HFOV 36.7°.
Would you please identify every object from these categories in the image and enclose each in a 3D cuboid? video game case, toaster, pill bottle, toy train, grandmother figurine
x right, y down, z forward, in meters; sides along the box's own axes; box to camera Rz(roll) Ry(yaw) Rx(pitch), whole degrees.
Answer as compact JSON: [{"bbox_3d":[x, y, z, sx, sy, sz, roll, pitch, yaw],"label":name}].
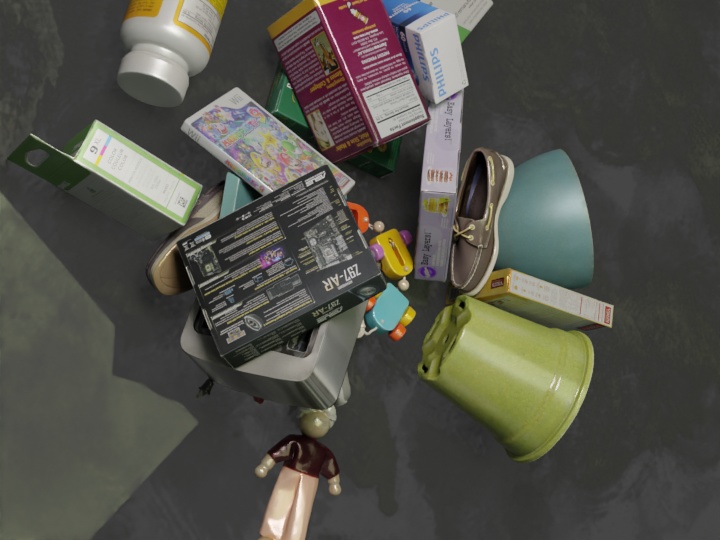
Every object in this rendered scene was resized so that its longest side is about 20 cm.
[{"bbox_3d":[-0.111,-0.141,1.349,0.199,0.018,0.143,38,33,1],"label":"video game case"},{"bbox_3d":[-0.101,0.063,1.283,0.119,0.179,0.202,58,47,-63],"label":"toaster"},{"bbox_3d":[-0.227,-0.307,1.320,0.112,0.112,0.202,23,70,-28],"label":"pill bottle"},{"bbox_3d":[0.000,0.000,1.414,0.149,0.055,0.202,7,68,-33],"label":"toy train"},{"bbox_3d":[-0.072,0.255,1.363,0.121,0.060,0.202,25,72,-37],"label":"grandmother figurine"}]

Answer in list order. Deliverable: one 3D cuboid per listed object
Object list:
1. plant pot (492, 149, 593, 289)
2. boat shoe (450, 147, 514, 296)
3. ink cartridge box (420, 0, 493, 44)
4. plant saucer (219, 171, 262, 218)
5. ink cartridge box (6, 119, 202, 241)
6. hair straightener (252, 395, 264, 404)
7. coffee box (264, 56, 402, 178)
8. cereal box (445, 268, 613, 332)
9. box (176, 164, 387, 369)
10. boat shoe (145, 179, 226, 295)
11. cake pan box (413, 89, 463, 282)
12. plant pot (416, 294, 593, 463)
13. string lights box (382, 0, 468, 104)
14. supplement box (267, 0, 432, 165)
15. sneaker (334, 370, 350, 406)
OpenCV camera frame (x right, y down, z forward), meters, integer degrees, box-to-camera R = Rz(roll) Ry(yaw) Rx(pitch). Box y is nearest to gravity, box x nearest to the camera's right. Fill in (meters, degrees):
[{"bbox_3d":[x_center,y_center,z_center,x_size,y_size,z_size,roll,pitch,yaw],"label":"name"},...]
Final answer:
[{"bbox_3d":[0.240,-0.060,1.556,0.133,0.200,0.202,-12,89,-2],"label":"plant pot"},{"bbox_3d":[0.156,-0.068,1.485,0.059,0.071,0.202,17,87,-45],"label":"boat shoe"},{"bbox_3d":[0.072,-0.403,1.546,0.200,0.084,0.145,47,61,-17],"label":"ink cartridge box"},{"bbox_3d":[-0.102,-0.066,1.371,0.199,0.019,0.071,18,78,-52],"label":"plant saucer"},{"bbox_3d":[-0.294,-0.114,1.250,0.199,0.103,0.060,31,66,-25],"label":"ink cartridge box"},{"bbox_3d":[-0.096,0.067,1.375,0.041,0.076,0.202,51,37,-67],"label":"hair straightener"},{"bbox_3d":[-0.029,-0.222,1.475,0.199,0.044,0.124,23,70,-29],"label":"coffee box"},{"bbox_3d":[0.241,0.050,1.547,0.198,0.143,0.040,18,72,-30],"label":"cereal box"},{"bbox_3d":[-0.090,-0.007,1.219,0.199,0.044,0.161,-28,62,1],"label":"box"},{"bbox_3d":[-0.196,-0.045,1.326,0.200,0.064,0.072,-50,137,-32],"label":"boat shoe"},{"bbox_3d":[0.104,-0.119,1.440,0.052,0.185,0.202,6,55,1],"label":"cake pan box"},{"bbox_3d":[0.185,0.132,1.486,0.183,0.200,0.202,29,67,-13],"label":"plant pot"},{"bbox_3d":[0.052,-0.302,1.425,0.059,0.200,0.103,-31,129,-19],"label":"string lights box"},{"bbox_3d":[-0.015,-0.252,1.384,0.103,0.130,0.202,-27,97,-33],"label":"supplement box"},{"bbox_3d":[-0.035,0.073,1.404,0.081,0.075,0.202,-9,86,-32],"label":"sneaker"}]
